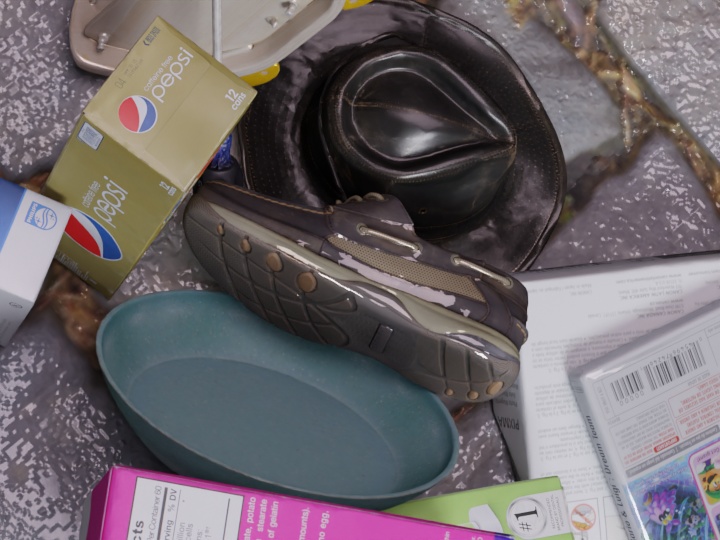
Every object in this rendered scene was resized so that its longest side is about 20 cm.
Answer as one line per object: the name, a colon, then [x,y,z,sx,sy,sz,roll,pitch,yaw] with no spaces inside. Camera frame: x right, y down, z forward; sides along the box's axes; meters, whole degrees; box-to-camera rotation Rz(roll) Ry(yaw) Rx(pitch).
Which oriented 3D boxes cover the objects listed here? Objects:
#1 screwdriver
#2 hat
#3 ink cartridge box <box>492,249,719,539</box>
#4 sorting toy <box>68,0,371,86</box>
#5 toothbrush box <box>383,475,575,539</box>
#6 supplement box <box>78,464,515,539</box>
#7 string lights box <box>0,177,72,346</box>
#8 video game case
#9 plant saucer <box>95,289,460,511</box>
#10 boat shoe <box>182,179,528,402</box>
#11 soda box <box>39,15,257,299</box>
screwdriver: [-0.076,-0.089,1.286,0.028,0.201,0.029,-2,41,-6]
hat: [0.034,-0.078,1.364,0.200,0.081,0.201,5,73,-17]
ink cartridge box: [0.159,0.094,1.386,0.162,0.057,0.201,-6,98,-19]
sorting toy: [-0.062,-0.215,1.335,0.107,0.200,0.181,19,57,-32]
toothbrush box: [0.018,0.200,1.279,0.199,0.086,0.146,-8,78,-20]
supplement box: [-0.039,0.165,1.173,0.199,0.101,0.104,12,73,-10]
string lights box: [-0.258,-0.034,1.248,0.199,0.103,0.059,24,70,-10]
video game case: [0.234,0.102,1.377,0.199,0.024,0.183,-24,100,-18]
plant saucer: [-0.047,0.076,1.268,0.199,0.200,0.036,15,113,-13]
boat shoe: [0.000,0.000,1.310,0.199,0.075,0.073,27,57,-4]
soda box: [-0.118,-0.053,1.245,0.064,0.200,0.068,37,67,-4]
